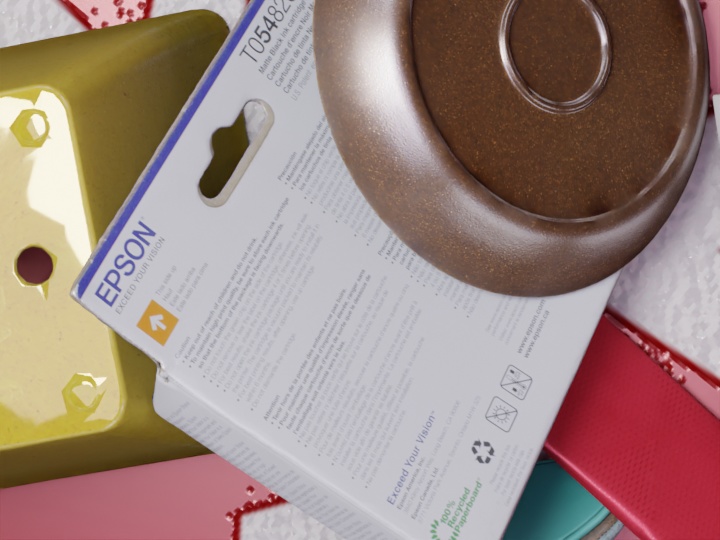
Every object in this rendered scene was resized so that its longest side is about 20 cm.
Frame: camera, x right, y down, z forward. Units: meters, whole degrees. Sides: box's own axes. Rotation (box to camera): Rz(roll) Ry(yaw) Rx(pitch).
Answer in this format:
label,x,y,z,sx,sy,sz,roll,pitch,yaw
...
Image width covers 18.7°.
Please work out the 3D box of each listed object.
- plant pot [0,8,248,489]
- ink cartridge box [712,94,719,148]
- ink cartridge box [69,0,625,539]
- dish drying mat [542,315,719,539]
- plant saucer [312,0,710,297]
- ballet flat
label,x,y,z,sx,sy,sz,roll,pitch,yaw
plant pot,-0.154,0.000,0.922,0.199,0.176,0.201,-10,92,9
ink cartridge box,0.238,0.010,0.900,0.146,0.083,0.201,-10,92,-4
ink cartridge box,0.000,0.000,0.889,0.200,0.041,0.200,37,57,-12
dish drying mat,0.125,0.080,0.947,0.200,0.018,0.077,42,54,4
plant saucer,0.073,-0.090,0.894,0.200,0.032,0.201,4,83,-30
ballet flat,0.028,0.144,0.959,0.199,0.074,0.075,-20,90,-8
